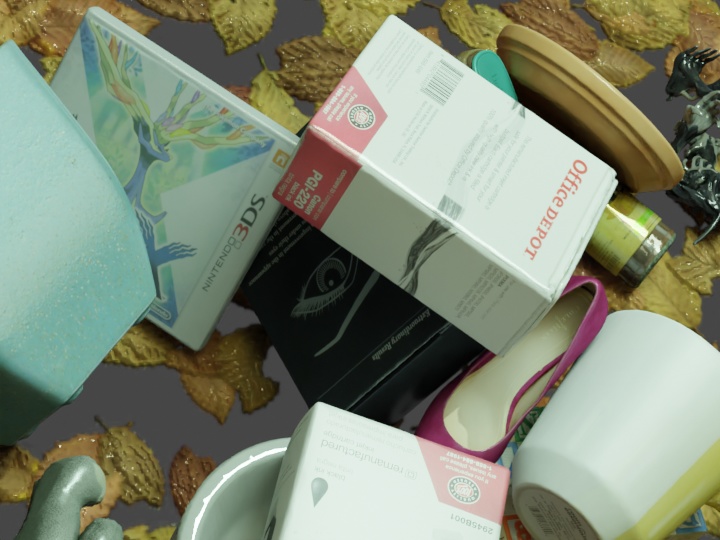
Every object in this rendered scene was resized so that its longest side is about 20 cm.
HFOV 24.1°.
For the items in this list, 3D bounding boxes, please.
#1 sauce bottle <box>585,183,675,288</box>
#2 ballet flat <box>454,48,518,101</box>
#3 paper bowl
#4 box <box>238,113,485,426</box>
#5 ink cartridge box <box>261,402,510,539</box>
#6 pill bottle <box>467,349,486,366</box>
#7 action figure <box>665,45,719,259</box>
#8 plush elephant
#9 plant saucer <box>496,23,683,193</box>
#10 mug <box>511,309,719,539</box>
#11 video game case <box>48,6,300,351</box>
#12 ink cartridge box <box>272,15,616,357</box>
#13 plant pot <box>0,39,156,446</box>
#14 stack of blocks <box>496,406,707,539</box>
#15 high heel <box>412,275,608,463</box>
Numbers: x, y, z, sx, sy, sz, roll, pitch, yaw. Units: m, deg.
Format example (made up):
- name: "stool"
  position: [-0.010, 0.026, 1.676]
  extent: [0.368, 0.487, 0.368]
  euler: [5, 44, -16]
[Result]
- name: "sauce bottle"
  position: [0.179, -0.070, 1.456]
  extent: [0.200, 0.065, 0.065]
  euler: [40, 54, 6]
- name: "ballet flat"
  position: [0.119, -0.086, 1.414]
  extent: [0.068, 0.072, 0.201]
  euler: [-30, 94, -41]
- name: "paper bowl"
  position: [-0.041, 0.226, 1.157]
  extent: [0.199, 0.105, 0.202]
  euler: [10, 56, -15]
- name: "box"
  position: [0.000, 0.000, 1.275]
  extent: [0.104, 0.148, 0.201]
  euler: [1, 54, -57]
- name: "ink cartridge box"
  position: [0.004, 0.205, 1.072]
  extent: [0.144, 0.085, 0.201]
  euler: [19, 57, -7]
- name: "pill bottle"
  position: [0.082, -0.017, 1.354]
  extent: [0.113, 0.114, 0.201]
  euler: [-21, 68, -30]
- name: "action figure"
  position: [0.328, -0.115, 1.519]
  extent: [0.118, 0.102, 0.202]
  euler: [19, 52, -22]
- name: "plush elephant"
  position: [-0.192, 0.246, 1.070]
  extent: [0.164, 0.155, 0.200]
  euler: [-34, 30, 5]
- name: "plant saucer"
  position: [0.188, -0.130, 1.438]
  extent: [0.200, 0.200, 0.038]
  euler: [41, 88, 8]
- name: "mug"
  position: [0.200, 0.143, 1.205]
  extent: [0.186, 0.150, 0.153]
  euler: [36, 60, 21]
- name: "video game case"
  position: [-0.160, -0.067, 1.263]
  extent: [0.199, 0.183, 0.022]
  euler: [33, 18, 5]
- name: "ink cartridge box"
  position: [0.061, -0.059, 1.168]
  extent: [0.199, 0.085, 0.146]
  euler: [34, 48, 0]
- name: "plant pot"
  position: [-0.262, 0.005, 1.170]
  extent: [0.200, 0.196, 0.196]
  euler: [45, 53, -8]
- name: "stack of blocks"
  position: [0.153, 0.168, 1.295]
  extent: [0.198, 0.059, 0.116]
  euler: [-2, 59, -21]
- name: "high heel"
  position: [0.103, 0.084, 1.210]
  extent: [0.200, 0.096, 0.067]
  euler: [-40, 77, -10]
